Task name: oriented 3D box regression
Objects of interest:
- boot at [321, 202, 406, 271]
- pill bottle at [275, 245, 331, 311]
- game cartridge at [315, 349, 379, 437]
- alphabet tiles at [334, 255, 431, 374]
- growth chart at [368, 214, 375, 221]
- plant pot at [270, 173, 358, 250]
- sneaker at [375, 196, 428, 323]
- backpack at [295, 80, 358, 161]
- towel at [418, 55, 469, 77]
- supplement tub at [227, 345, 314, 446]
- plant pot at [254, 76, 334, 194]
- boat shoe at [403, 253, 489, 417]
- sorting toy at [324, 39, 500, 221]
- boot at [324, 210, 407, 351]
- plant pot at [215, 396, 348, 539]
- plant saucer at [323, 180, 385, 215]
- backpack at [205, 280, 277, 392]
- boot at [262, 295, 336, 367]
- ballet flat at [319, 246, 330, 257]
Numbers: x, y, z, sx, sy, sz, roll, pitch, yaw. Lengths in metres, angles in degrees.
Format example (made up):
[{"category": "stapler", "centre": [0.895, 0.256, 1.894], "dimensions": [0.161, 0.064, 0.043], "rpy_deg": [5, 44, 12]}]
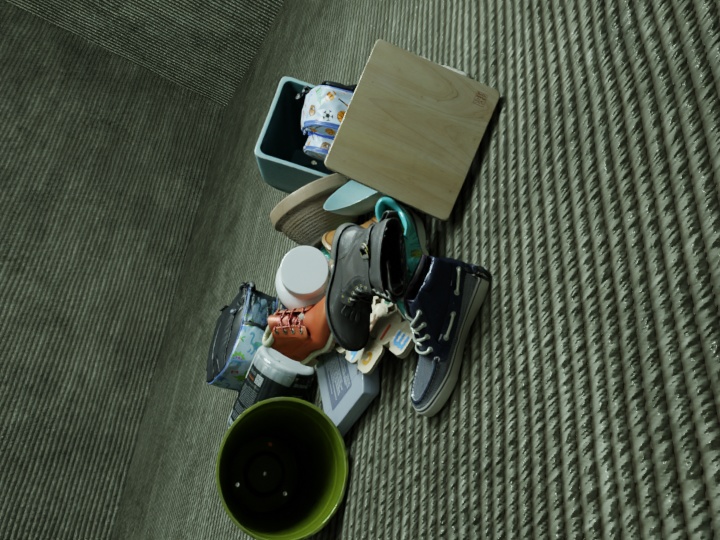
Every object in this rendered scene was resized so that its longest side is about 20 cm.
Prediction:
[{"category": "boot", "centre": [0.013, -0.064, 1.061], "dimensions": [0.154, 0.077, 0.200], "rpy_deg": [-38, 10, 6]}, {"category": "pill bottle", "centre": [-0.091, 0.032, 1.109], "dimensions": [0.201, 0.108, 0.114], "rpy_deg": [90, -168, -71]}, {"category": "game cartridge", "centre": [-0.025, 0.152, 1.035], "dimensions": [0.134, 0.040, 0.202], "rpy_deg": [-59, 30, 33]}, {"category": "alphabet tiles", "centre": [0.040, 0.055, 0.957], "dimensions": [0.198, 0.015, 0.199], "rpy_deg": [-56, 32, -3]}, {"category": "growth chart", "centre": [0.000, 0.000, 1.139], "dimensions": [0.145, 0.017, 0.204], "rpy_deg": [-42, 37, 47]}, {"category": "plant pot", "centre": [-0.069, -0.102, 1.234], "dimensions": [0.200, 0.198, 0.094], "rpy_deg": [-37, 77, 52]}, {"category": "sneaker", "centre": [0.059, -0.015, 0.890], "dimensions": [0.076, 0.079, 0.203], "rpy_deg": [-28, 56, 18]}, {"category": "backpack", "centre": [-0.028, -0.272, 1.174], "dimensions": [0.190, 0.195, 0.158], "rpy_deg": [173, 103, -82]}, {"category": "towel", "centre": [0.076, -0.265, 1.042], "dimensions": [0.200, 0.035, 0.132], "rpy_deg": [-48, 50, -8]}, {"category": "supplement tub", "centre": [-0.174, 0.255, 1.195], "dimensions": [0.204, 0.120, 0.122], "rpy_deg": [-65, 24, 8]}, {"category": "plant pot", "centre": [-0.106, -0.253, 1.367], "dimensions": [0.201, 0.192, 0.200], "rpy_deg": [110, 177, -69]}, {"category": "boat shoe", "centre": [0.084, 0.076, 0.799], "dimensions": [0.074, 0.091, 0.204], "rpy_deg": [15, 84, 67]}, {"category": "sorting toy", "centre": [0.076, -0.201, 0.943], "dimensions": [0.070, 0.196, 0.203], "rpy_deg": [48, -114, -85]}, {"category": "boot", "centre": [0.010, 0.023, 0.852], "dimensions": [0.173, 0.068, 0.206], "rpy_deg": [-167, 73, -67]}, {"category": "plant pot", "centre": [-0.139, 0.318, 1.008], "dimensions": [0.193, 0.196, 0.205], "rpy_deg": [134, 150, -64]}, {"category": "plant saucer", "centre": [0.030, -0.140, 1.079], "dimensions": [0.198, 0.039, 0.202], "rpy_deg": [-26, 18, 9]}, {"category": "backpack", "centre": [-0.247, 0.164, 1.397], "dimensions": [0.183, 0.145, 0.204], "rpy_deg": [-42, 30, 48]}, {"category": "boot", "centre": [-0.093, 0.089, 1.017], "dimensions": [0.200, 0.105, 0.076], "rpy_deg": [-49, 23, 49]}, {"category": "ballet flat", "centre": [-0.092, 0.035, 1.268], "dimensions": [0.201, 0.066, 0.071], "rpy_deg": [-53, 42, 38]}]
